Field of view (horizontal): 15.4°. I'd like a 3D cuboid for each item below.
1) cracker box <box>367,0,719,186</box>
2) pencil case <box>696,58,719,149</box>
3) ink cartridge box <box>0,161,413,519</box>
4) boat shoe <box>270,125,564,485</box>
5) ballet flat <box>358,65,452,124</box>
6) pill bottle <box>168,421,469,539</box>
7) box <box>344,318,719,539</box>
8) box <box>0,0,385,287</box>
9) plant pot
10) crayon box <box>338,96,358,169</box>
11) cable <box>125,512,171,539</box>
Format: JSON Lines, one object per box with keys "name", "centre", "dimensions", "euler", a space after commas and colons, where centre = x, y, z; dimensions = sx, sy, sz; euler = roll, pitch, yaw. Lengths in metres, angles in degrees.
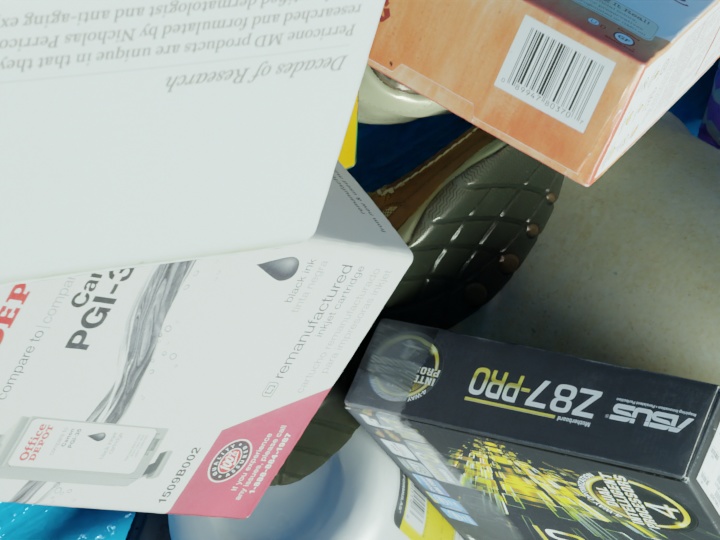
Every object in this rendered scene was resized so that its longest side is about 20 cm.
{"name": "cracker box", "centre": [0.072, -0.115, 1.034], "dimensions": [0.200, 0.134, 0.058], "euler": [-41, 158, -60]}
{"name": "pencil case", "centre": [0.223, -0.122, 1.263], "dimensions": [0.084, 0.085, 0.200], "euler": [-26, 143, -38]}
{"name": "ink cartridge box", "centre": [-0.102, 0.015, 1.025], "dimensions": [0.200, 0.083, 0.147], "euler": [9, 122, -45]}
{"name": "boat shoe", "centre": [0.000, 0.000, 1.150], "dimensions": [0.200, 0.074, 0.076], "euler": [-44, 143, -7]}
{"name": "ballet flat", "centre": [0.070, -0.101, 1.181], "dimensions": [0.200, 0.069, 0.069], "euler": [-12, 134, -30]}
{"name": "pill bottle", "centre": [0.000, 0.135, 1.244], "dimensions": [0.112, 0.112, 0.200], "euler": [-41, 145, 0]}
{"name": "box", "centre": [0.104, 0.096, 1.143], "dimensions": [0.049, 0.161, 0.200], "euler": [-65, 147, -19]}
{"name": "box", "centre": [-0.121, -0.120, 0.877], "dimensions": [0.200, 0.199, 0.171], "euler": [-9, 133, -32]}
{"name": "plant pot", "centre": [0.154, 0.025, 1.220], "dimensions": [0.200, 0.183, 0.200], "euler": [-28, 129, -42]}
{"name": "crayon box", "centre": [-0.096, -0.070, 1.063], "dimensions": [0.200, 0.058, 0.119], "euler": [-21, 139, -23]}
{"name": "cable", "centre": [-0.082, 0.199, 1.261], "dimensions": [0.163, 0.051, 0.200], "euler": [57, 40, -47]}
